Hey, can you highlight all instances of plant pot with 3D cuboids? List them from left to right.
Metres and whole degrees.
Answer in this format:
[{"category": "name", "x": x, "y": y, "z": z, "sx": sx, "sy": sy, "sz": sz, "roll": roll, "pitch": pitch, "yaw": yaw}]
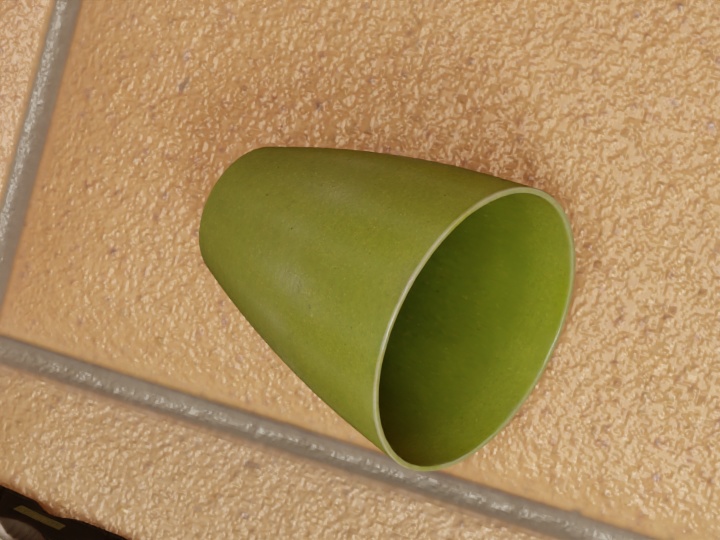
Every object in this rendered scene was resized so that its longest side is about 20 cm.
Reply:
[{"category": "plant pot", "x": 0.000, "y": 0.000, "z": 1.341, "sx": 0.200, "sy": 0.187, "sz": 0.187, "roll": 27, "pitch": 96, "yaw": 35}]

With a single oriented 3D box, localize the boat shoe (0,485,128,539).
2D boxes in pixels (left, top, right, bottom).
[{"category": "boat shoe", "x": -0.207, "y": 0.212, "z": 1.451, "sx": 0.200, "sy": 0.072, "sz": 0.076, "roll": 23, "pitch": 109, "yaw": 28}]
